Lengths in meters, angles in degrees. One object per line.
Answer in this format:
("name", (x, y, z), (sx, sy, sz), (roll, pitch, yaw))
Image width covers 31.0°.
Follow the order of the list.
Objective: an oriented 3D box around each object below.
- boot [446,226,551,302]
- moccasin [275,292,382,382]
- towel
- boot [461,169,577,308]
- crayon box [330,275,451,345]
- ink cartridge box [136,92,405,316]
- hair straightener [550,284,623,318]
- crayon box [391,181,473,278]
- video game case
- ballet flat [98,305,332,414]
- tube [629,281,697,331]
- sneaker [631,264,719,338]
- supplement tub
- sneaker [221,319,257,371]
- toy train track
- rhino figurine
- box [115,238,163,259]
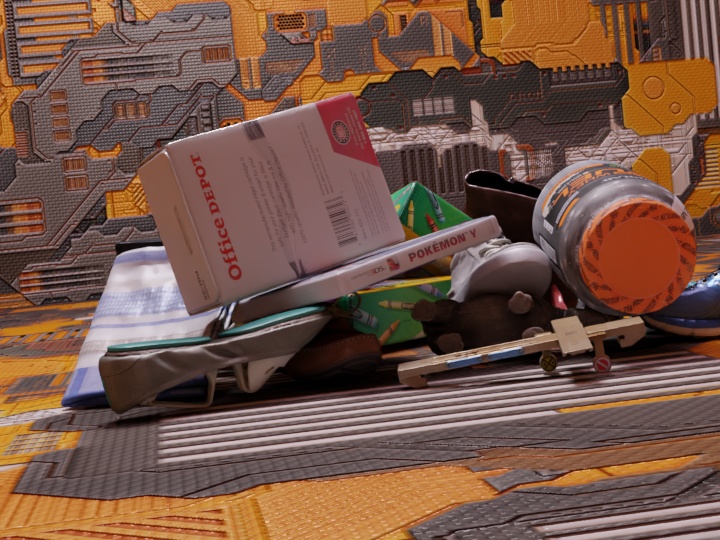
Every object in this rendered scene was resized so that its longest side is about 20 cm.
("boot", (0.125, -0.005, 1.249), (0.073, 0.096, 0.200), (9, -26, -15))
("moccasin", (-0.035, 0.058, 1.165), (0.073, 0.078, 0.201), (-4, 2, -16))
("towel", (-0.184, 0.042, 1.191), (0.147, 0.024, 0.200), (-7, 40, 16))
("boot", (0.205, -0.031, 1.514), (0.200, 0.072, 0.167), (19, -31, 12))
("crayon box", (0.020, 0.044, 1.410), (0.200, 0.058, 0.119), (-8, 4, -44))
("ink cartridge box", (-0.080, -0.061, 1.160), (0.200, 0.147, 0.083), (-20, 1, -31))
("hair straightener", (0.250, 0.038, 1.414), (0.077, 0.041, 0.200), (-6, 2, 6))
("crayon box", (0.057, -0.027, 1.533), (0.119, 0.058, 0.200), (33, -23, -15))
("video game case", (0.000, 0.000, 1.182), (0.182, 0.023, 0.200), (-21, 3, -34))
("ballet flat", (-0.114, 0.076, 1.066), (0.200, 0.064, 0.067), (-11, 2, -22))
("tube", (0.354, 0.033, 1.335), (0.200, 0.051, 0.077), (-1, 12, -42))
("sneaker", (0.345, 0.014, 1.211), (0.199, 0.089, 0.079), (-8, 2, -2))
("supplement tub", (0.229, -0.030, 1.173), (0.122, 0.123, 0.200), (-6, 11, -1))
("sneaker", (-0.098, 0.007, 1.297), (0.088, 0.200, 0.076), (43, 14, 30))
("toy train track", (0.131, 0.074, 1.050), (0.199, 0.033, 0.115), (-11, 9, 6))
("rhino figurine", (0.148, 0.049, 1.177), (0.199, 0.060, 0.087), (-2, -7, 5))
("box", (-0.167, 0.031, 1.378), (0.079, 0.142, 0.200), (-5, 3, 27))
